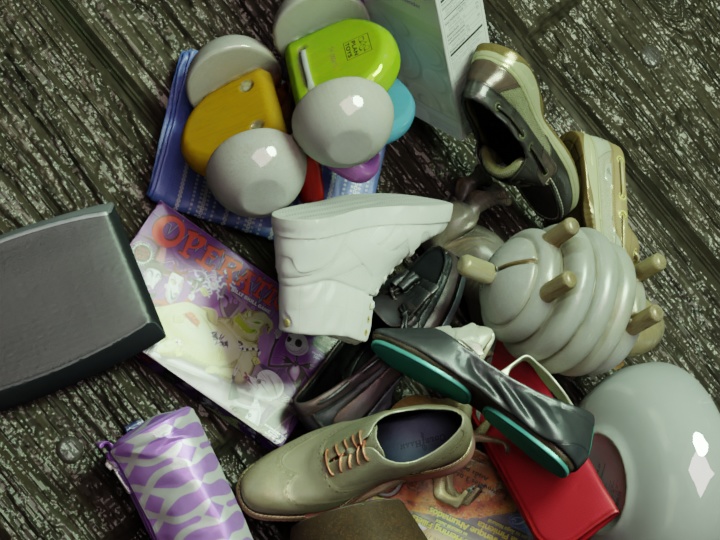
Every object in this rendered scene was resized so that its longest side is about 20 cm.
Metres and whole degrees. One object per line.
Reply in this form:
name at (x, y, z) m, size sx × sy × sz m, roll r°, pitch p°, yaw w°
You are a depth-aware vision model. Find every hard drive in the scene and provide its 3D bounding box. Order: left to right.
hard drive at (-0.269, 0.032, 1.667) m, size 0.199 × 0.042 × 0.136 m, roll -21°, pitch 82°, yaw -10°

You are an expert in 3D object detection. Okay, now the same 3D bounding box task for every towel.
towel at (-0.076, -0.100, 1.793) m, size 0.198 × 0.024 × 0.146 m, roll 17°, pitch 72°, yaw -13°

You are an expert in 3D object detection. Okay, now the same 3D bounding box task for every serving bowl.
serving bowl at (0.220, 0.176, 1.711) m, size 0.065 × 0.200 × 0.202 m, roll 2°, pitch 74°, yaw -30°

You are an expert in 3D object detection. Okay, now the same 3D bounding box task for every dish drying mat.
dish drying mat at (0.140, 0.143, 1.728) m, size 0.018 × 0.077 × 0.201 m, roll 25°, pitch 29°, yaw -49°

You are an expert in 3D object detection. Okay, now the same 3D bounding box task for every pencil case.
pencil case at (-0.134, 0.206, 1.656) m, size 0.085 × 0.084 × 0.201 m, roll -24°, pitch 84°, yaw -26°

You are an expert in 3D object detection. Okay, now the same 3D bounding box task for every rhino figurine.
rhino figurine at (0.127, 0.012, 1.805) m, size 0.087 × 0.060 × 0.201 m, roll -35°, pitch 88°, yaw -1°

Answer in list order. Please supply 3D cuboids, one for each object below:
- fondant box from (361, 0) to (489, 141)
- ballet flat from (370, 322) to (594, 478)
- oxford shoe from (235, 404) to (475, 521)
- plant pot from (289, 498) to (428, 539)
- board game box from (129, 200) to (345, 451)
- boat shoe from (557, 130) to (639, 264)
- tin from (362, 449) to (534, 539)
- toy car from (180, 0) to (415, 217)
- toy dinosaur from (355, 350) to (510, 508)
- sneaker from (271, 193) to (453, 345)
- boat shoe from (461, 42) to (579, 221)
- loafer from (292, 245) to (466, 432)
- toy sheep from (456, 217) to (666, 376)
fondant box at (0.036, -0.220, 1.743) m, size 0.144 × 0.201 × 0.058 m, roll 31°, pitch 63°, yaw 31°
ballet flat at (0.104, 0.088, 1.677) m, size 0.199 × 0.073 × 0.073 m, roll 33°, pitch 68°, yaw 6°
oxford shoe at (-0.006, 0.144, 1.656) m, size 0.198 × 0.074 × 0.071 m, roll -19°, pitch 69°, yaw -4°
plant pot at (0.014, 0.288, 1.631) m, size 0.185 × 0.187 × 0.202 m, roll -8°, pitch 75°, yaw -19°
board game box at (-0.120, 0.047, 1.737) m, size 0.199 × 0.032 × 0.121 m, roll 35°, pitch 64°, yaw -6°
boat shoe at (0.213, -0.023, 1.837) m, size 0.066 × 0.074 × 0.202 m, roll 4°, pitch 80°, yaw -30°
tin at (0.069, 0.202, 1.749) m, size 0.199 × 0.042 × 0.113 m, roll 26°, pitch 65°, yaw -9°
toy car at (-0.042, -0.122, 1.716) m, size 0.199 × 0.150 × 0.176 m, roll -29°, pitch 45°, yaw 15°
toy dinosaur at (0.056, 0.153, 1.720) m, size 0.101 × 0.058 × 0.200 m, roll 40°, pitch 76°, yaw 15°
sneaker at (0.000, 0.000, 1.707) m, size 0.199 × 0.073 × 0.117 m, roll -11°, pitch 106°, yaw -46°
boat shoe at (0.127, -0.105, 1.756) m, size 0.065 × 0.073 × 0.201 m, roll -53°, pitch 136°, yaw -22°
loafer at (0.017, 0.056, 1.732) m, size 0.063 × 0.072 × 0.201 m, roll 43°, pitch 73°, yaw -32°
toy sheep at (0.167, 0.021, 1.713) m, size 0.199 × 0.138 × 0.139 m, roll 24°, pitch 69°, yaw -23°
